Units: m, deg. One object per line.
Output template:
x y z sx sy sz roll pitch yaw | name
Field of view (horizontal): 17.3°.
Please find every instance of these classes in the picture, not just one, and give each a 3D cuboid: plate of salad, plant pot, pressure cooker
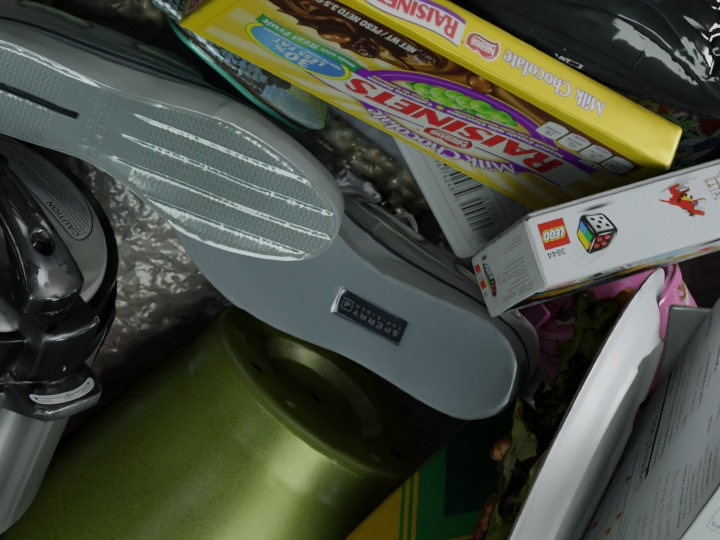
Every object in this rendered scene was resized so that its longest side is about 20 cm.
0.086 0.086 1.072 0.048 0.200 0.200 26 127 12 | plate of salad
-0.075 0.127 1.202 0.200 0.200 0.193 31 109 -23 | plant pot
-0.206 0.021 1.105 0.176 0.179 0.200 17 126 -12 | pressure cooker

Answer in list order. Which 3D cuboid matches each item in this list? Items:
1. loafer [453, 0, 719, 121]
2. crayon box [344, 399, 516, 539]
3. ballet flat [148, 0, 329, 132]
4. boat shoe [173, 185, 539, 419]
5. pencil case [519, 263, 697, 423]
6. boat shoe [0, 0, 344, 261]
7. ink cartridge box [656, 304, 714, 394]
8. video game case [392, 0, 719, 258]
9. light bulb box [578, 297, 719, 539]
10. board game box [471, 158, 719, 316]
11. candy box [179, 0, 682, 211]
0.114 -0.111 1.010 0.200 0.068 0.070 24 160 -22 | loafer
0.023 0.183 1.186 0.058 0.173 0.200 31 125 15 | crayon box
-0.072 -0.138 1.059 0.200 0.074 0.074 36 119 -28 | ballet flat
0.003 -0.004 1.160 0.202 0.086 0.075 29 111 12 | boat shoe
0.147 0.076 1.224 0.086 0.083 0.200 8 138 38 | pencil case
-0.094 -0.076 1.094 0.200 0.067 0.074 28 126 -12 | boat shoe
0.232 0.099 1.192 0.173 0.044 0.200 8 124 8 | ink cartridge box
0.090 -0.108 1.061 0.182 0.022 0.200 -19 126 15 | video game case
0.178 0.131 1.080 0.125 0.198 0.200 27 124 -3 | light bulb box
0.158 -0.027 1.060 0.200 0.126 0.035 -16 86 -9 | board game box
0.029 -0.083 1.019 0.200 0.026 0.102 26 161 -19 | candy box
